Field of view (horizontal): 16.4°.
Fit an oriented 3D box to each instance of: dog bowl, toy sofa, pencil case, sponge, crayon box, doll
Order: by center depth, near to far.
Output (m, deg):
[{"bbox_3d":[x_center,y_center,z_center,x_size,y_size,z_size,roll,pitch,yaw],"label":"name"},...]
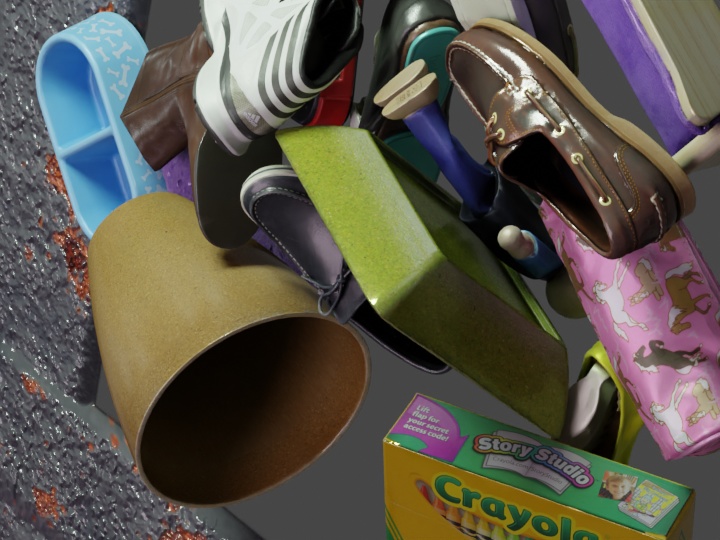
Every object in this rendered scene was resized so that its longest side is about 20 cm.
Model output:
[{"bbox_3d":[0.169,-0.155,1.524,0.083,0.098,0.200,-41,72,47],"label":"toy sofa"},{"bbox_3d":[0.187,0.019,1.574,0.200,0.086,0.083,62,163,12],"label":"pencil case"},{"bbox_3d":[0.089,-0.043,1.631,0.200,0.048,0.136,49,-175,-18],"label":"doll"},{"bbox_3d":[0.115,0.187,1.648,0.200,0.058,0.173,18,136,22],"label":"crayon box"},{"bbox_3d":[-0.090,-0.015,1.924,0.112,0.030,0.200,-20,86,49],"label":"sponge"},{"bbox_3d":[-0.202,-0.107,2.008,0.111,0.050,0.200,-20,87,50],"label":"dog bowl"}]

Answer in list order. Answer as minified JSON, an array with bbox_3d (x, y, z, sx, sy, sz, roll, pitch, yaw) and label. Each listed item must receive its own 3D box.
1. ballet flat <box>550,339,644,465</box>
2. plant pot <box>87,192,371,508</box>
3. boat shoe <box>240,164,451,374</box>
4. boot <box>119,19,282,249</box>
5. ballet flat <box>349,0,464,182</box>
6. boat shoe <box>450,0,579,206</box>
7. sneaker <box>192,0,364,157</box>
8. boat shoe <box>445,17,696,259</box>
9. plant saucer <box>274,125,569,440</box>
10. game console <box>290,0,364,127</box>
[{"bbox_3d":[0.147,0.120,1.665,0.067,0.067,0.200,41,131,30],"label":"ballet flat"},{"bbox_3d":[-0.121,0.039,1.836,0.200,0.186,0.187,53,137,38],"label":"plant pot"},{"bbox_3d":[0.000,0.000,1.729,0.200,0.062,0.075,39,128,-8],"label":"boat shoe"},{"bbox_3d":[-0.127,-0.092,1.850,0.200,0.064,0.187,-19,63,61],"label":"boot"},{"bbox_3d":[0.029,-0.114,1.726,0.068,0.068,0.200,60,146,39],"label":"ballet flat"},{"bbox_3d":[0.111,-0.135,1.619,0.072,0.060,0.202,12,131,44],"label":"boat shoe"},{"bbox_3d":[-0.045,-0.165,1.687,0.115,0.201,0.076,-27,124,21],"label":"sneaker"},{"bbox_3d":[0.113,-0.082,1.528,0.200,0.070,0.070,42,156,34],"label":"boat shoe"},{"bbox_3d":[0.052,-0.006,1.620,0.048,0.200,0.200,-43,42,12],"label":"plant saucer"},{"bbox_3d":[-0.046,-0.210,1.777,0.177,0.031,0.200,-141,54,-58],"label":"game console"}]
